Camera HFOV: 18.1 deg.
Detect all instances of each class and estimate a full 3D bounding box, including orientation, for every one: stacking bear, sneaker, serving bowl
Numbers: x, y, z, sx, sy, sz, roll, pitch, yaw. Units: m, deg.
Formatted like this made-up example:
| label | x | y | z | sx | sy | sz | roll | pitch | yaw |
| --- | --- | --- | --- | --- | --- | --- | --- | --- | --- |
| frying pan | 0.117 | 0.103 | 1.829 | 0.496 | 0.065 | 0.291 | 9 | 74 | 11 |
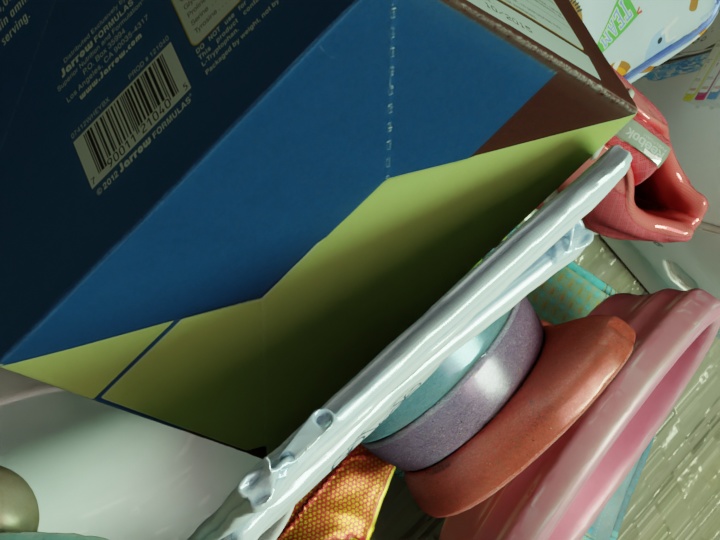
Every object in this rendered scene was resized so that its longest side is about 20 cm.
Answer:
| label | x | y | z | sx | sy | sz | roll | pitch | yaw |
| --- | --- | --- | --- | --- | --- | --- | --- | --- | --- |
| stacking bear | 0.000 | 0.000 | 0.973 | 0.200 | 0.121 | 0.114 | 45 | 74 | -12 |
| sneaker | 0.099 | -0.077 | 1.016 | 0.074 | 0.087 | 0.200 | -57 | 136 | -11 |
| sneaker | -0.012 | 0.102 | 1.053 | 0.200 | 0.077 | 0.073 | -48 | 172 | -13 |
| serving bowl | -0.128 | 0.081 | 0.920 | 0.199 | 0.066 | 0.200 | -13 | 143 | -10 |

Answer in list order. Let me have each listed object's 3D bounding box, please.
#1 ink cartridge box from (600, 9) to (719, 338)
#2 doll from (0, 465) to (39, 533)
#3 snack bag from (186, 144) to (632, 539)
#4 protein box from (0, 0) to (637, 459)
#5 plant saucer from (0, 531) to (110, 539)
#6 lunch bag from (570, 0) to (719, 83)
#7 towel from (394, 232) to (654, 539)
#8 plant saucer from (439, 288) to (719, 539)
| label | x | y | z | sx | sy | sz | roll | pitch | yaw |
| --- | --- | --- | --- | --- | --- | --- | --- | --- | --- |
| ink cartridge box | 0.235 | -0.071 | 1.191 | 0.147 | 0.144 | 0.200 | 43 | 73 | -40 |
| doll | -0.171 | 0.153 | 0.880 | 0.136 | 0.049 | 0.200 | 23 | 125 | -6 |
| snack bag | 0.016 | 0.038 | 0.817 | 0.188 | 0.200 | 0.021 | -41 | 86 | -18 |
| protein box | -0.046 | -0.081 | 0.818 | 0.199 | 0.200 | 0.135 | -43 | 138 | 21 |
| plant saucer | -0.121 | 0.180 | 0.850 | 0.199 | 0.036 | 0.201 | -2 | 129 | -3 |
| lunch bag | 0.089 | -0.147 | 1.093 | 0.200 | 0.075 | 0.161 | -32 | 125 | -31 |
| towel | 0.092 | 0.066 | 1.183 | 0.200 | 0.022 | 0.147 | 33 | 78 | -41 |
| plant saucer | 0.101 | 0.086 | 1.096 | 0.201 | 0.051 | 0.201 | -50 | 167 | -16 |
